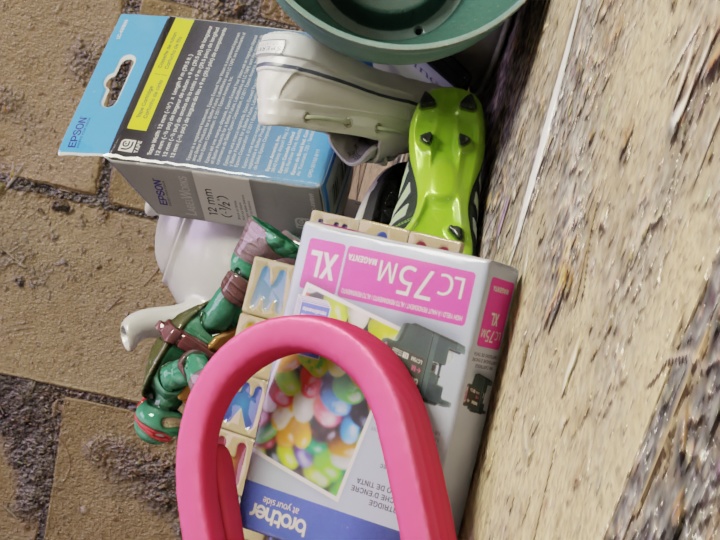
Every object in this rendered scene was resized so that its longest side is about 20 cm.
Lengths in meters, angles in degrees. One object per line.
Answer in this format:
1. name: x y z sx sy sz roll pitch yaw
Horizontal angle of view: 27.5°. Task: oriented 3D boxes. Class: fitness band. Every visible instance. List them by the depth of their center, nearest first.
1. fitness band: -0.024 0.122 0.737 0.037 0.143 0.202 12 -119 -58

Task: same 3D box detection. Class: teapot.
1. teapot: -0.098 -0.038 1.167 0.200 0.145 0.199 -92 24 -75

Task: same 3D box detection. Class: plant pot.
1. plant pot: 0.022 -0.217 0.935 0.134 0.199 0.202 106 177 -81

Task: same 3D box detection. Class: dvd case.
1. dvd case: 0.020 -0.163 1.121 0.018 0.143 0.200 -47 -5 -7

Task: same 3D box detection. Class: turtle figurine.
1. turtle figurine: -0.097 0.063 1.013 0.201 0.100 0.150 -59 -2 4

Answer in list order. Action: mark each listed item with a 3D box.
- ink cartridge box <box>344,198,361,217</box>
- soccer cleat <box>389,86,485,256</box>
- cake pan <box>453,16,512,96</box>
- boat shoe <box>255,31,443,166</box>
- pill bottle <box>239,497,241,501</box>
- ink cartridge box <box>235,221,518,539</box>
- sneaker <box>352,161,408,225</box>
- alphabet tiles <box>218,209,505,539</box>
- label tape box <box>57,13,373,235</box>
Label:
1. ink cartridge box: -0.003 0.049 1.156 0.200 0.085 0.149 -89 15 -67
2. soccer cleat: 0.047 -0.022 0.947 0.081 0.067 0.202 74 -153 -64
3. cake pan: 0.094 -0.230 1.086 0.200 0.036 0.202 -166 90 -86
4. boat shoe: 0.001 -0.103 1.007 0.073 0.199 0.067 7 84 49
5. pill bottle: -0.020 0.130 0.930 0.200 0.115 0.117 110 172 -62
6. ink cartridge box: 0.003 0.083 0.771 0.042 0.119 0.202 11 -88 -57
7. sneaker: 0.000 0.000 1.004 0.083 0.072 0.200 -34 16 41
8. alphabet tiles: -0.009 0.073 0.805 0.006 0.165 0.202 13 -90 -58
9. label tape box: -0.101 -0.110 1.084 0.066 0.198 0.144 78 -157 -53
